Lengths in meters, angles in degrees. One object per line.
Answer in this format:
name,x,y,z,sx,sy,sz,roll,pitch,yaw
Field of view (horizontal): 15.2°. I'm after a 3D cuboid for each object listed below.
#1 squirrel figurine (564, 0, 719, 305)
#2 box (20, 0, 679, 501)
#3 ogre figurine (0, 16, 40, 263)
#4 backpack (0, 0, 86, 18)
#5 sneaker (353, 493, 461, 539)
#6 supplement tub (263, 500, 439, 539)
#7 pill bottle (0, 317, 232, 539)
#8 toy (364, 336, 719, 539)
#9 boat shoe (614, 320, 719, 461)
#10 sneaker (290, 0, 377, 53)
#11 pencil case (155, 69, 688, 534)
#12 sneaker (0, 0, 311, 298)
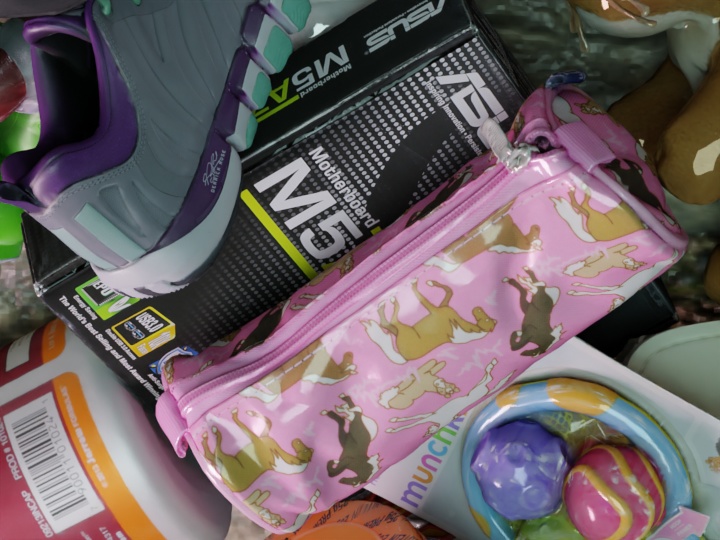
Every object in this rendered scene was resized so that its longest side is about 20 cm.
squirrel figurine,0.172,-0.105,1.021,0.200,0.142,0.187,-36,97,-1
box,0.000,0.000,1.049,0.192,0.048,0.200,-28,136,11
ogre figurine,-0.129,-0.078,1.018,0.098,0.201,0.120,10,152,34
backpack,-0.100,-0.210,0.930,0.153,0.201,0.164,-7,132,-9
sneaker,0.066,0.114,1.136,0.199,0.073,0.077,-14,133,10
supplement tub,0.029,0.190,1.069,0.122,0.123,0.200,-29,125,11
pill bottle,-0.161,0.103,1.098,0.199,0.113,0.113,-27,109,11
toy,0.095,0.097,1.038,0.199,0.047,0.116,27,125,2
boat shoe,0.190,0.049,1.099,0.200,0.060,0.073,-2,79,-17
sneaker,-0.008,-0.146,1.028,0.088,0.075,0.200,43,98,-5
pencil case,0.021,0.015,0.980,0.200,0.083,0.087,-37,105,18
sneaker,-0.070,-0.096,0.950,0.074,0.201,0.087,-11,147,42
